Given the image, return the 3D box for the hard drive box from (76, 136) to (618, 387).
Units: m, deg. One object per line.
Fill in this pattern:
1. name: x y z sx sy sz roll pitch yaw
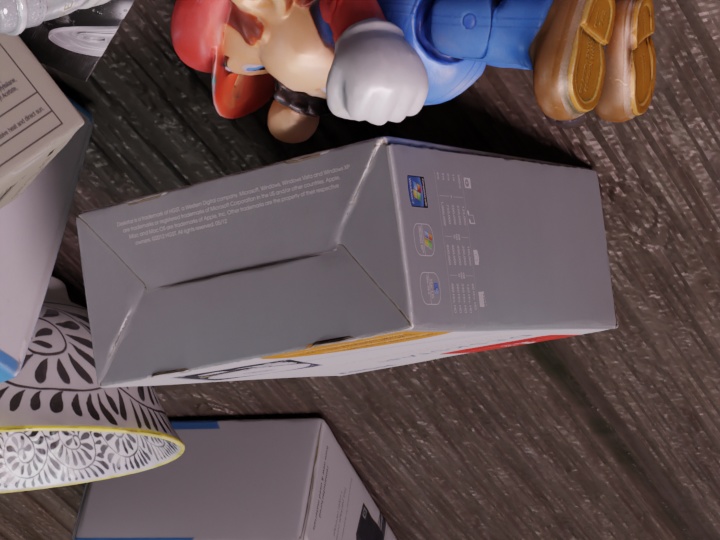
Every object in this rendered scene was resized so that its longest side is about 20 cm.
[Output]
1. hard drive box: 0.000 0.000 0.941 0.155 0.078 0.199 -11 174 30

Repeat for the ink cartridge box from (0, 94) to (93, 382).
1. ink cartridge box: -0.252 -0.021 0.994 0.199 0.147 0.146 -21 136 40

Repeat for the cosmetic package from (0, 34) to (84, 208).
1. cosmetic package: -0.212 -0.098 0.828 0.201 0.105 0.071 53 141 -1

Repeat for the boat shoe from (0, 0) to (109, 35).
1. boat shoe: -0.163 -0.157 0.764 0.202 0.065 0.075 44 141 18

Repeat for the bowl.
1. bowl: -0.193 0.056 1.119 0.199 0.095 0.201 -6 167 -1

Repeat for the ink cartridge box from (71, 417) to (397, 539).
1. ink cartridge box: -0.062 0.174 1.295 0.144 0.084 0.200 -3 145 19

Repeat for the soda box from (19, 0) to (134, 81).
1. soda box: -0.094 -0.157 0.814 0.063 0.071 0.200 20 146 -16

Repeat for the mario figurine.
1. mario figurine: 0.012 -0.076 0.849 0.199 0.107 0.124 10 152 31
